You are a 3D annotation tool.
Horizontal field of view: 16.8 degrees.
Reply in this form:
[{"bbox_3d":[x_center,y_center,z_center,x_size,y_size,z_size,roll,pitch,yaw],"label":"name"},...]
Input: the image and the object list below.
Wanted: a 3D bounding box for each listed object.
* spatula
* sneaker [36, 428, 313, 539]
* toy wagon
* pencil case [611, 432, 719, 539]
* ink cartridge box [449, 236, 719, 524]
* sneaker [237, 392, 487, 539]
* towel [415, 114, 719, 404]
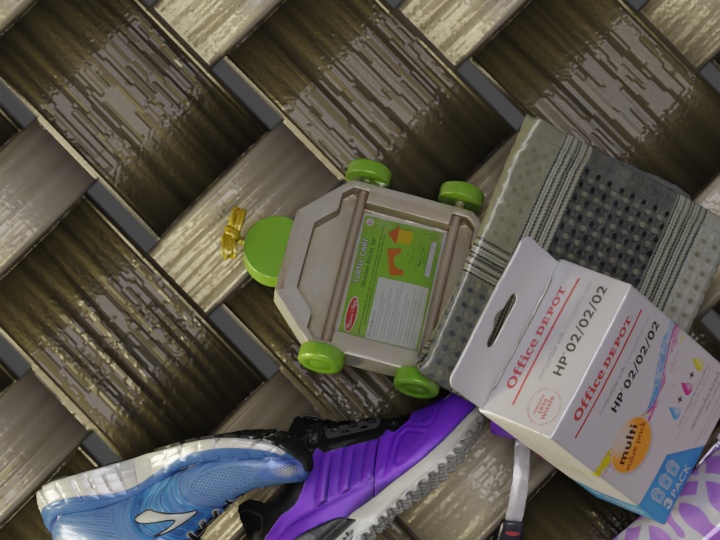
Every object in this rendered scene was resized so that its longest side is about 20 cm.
[{"bbox_3d":[0.106,0.155,1.673,0.056,0.021,0.202,7,106,-14],"label":"spatula"},{"bbox_3d":[-0.120,0.163,1.659,0.199,0.078,0.090,-18,84,19],"label":"sneaker"},{"bbox_3d":[0.000,0.000,1.698,0.198,0.040,0.156,14,67,2],"label":"toy wagon"},{"bbox_3d":[0.216,0.189,1.675,0.200,0.084,0.086,-39,82,-4],"label":"pencil case"},{"bbox_3d":[0.156,0.074,1.600,0.068,0.200,0.116,20,79,43],"label":"ink cartridge box"},{"bbox_3d":[-0.003,0.129,1.684,0.200,0.070,0.100,-41,78,-8],"label":"sneaker"},{"bbox_3d":[0.149,0.016,1.683,0.192,0.034,0.201,26,87,-25],"label":"towel"}]
